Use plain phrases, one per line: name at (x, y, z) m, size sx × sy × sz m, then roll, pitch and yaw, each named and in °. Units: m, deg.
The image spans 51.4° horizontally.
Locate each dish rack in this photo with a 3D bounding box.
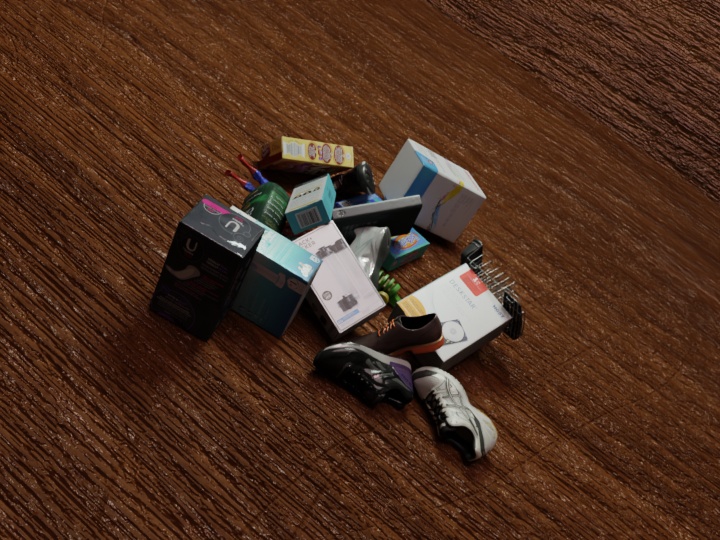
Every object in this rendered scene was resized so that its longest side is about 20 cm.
dish rack at (0.285, 0.047, 1.589) m, size 0.054 × 0.154 × 0.200 m, roll -32°, pitch 55°, yaw -17°

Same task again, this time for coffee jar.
coffee jar at (-0.203, -0.083, 1.489) m, size 0.085 × 0.104 × 0.201 m, roll 44°, pitch 31°, yaw -25°

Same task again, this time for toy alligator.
toy alligator at (0.020, 0.013, 1.587) m, size 0.199 × 0.055 × 0.059 m, roll 35°, pitch 34°, yaw 7°

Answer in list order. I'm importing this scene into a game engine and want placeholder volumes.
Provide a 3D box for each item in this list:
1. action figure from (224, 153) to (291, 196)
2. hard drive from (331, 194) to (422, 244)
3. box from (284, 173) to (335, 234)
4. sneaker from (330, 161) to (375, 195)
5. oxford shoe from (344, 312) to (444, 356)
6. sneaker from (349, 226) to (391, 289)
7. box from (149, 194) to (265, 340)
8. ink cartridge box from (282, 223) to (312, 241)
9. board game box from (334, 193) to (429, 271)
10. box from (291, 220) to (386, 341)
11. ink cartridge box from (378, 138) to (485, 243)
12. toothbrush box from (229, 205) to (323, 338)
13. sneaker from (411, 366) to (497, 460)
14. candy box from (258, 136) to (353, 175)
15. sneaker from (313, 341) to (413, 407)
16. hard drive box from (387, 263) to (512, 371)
action figure at (-0.208, -0.172, 1.617) m, size 0.200 × 0.065 × 0.099 m, roll 41°, pitch -1°, yaw -30°
hard drive at (0.025, -0.103, 1.606) m, size 0.197 × 0.140 × 0.033 m, roll -10°, pitch 69°, yaw -14°
box at (-0.099, -0.138, 1.528) m, size 0.200 × 0.081 × 0.050 m, roll -86°, pitch 155°, yaw -68°
sneaker at (-0.026, -0.203, 1.766) m, size 0.114 × 0.077 × 0.200 m, roll -13°, pitch 1°, yaw 4°
oxford shoe at (0.056, 0.119, 1.404) m, size 0.197 × 0.073 × 0.072 m, roll -12°, pitch 33°, yaw 0°
sneaker at (0.000, 0.000, 1.540) m, size 0.079 × 0.071 × 0.203 m, roll 10°, pitch 67°, yaw 22°
box at (-0.261, -0.003, 1.269) m, size 0.121 × 0.201 × 0.106 m, roll 29°, pitch 35°, yaw -1°
ink cartridge box at (-0.117, -0.048, 1.564) m, size 0.108 × 0.051 × 0.201 m, roll 5°, pitch 43°, yaw -31°
board game box at (0.046, -0.095, 1.749) m, size 0.200 × 0.045 × 0.151 m, roll 44°, pitch 36°, yaw 19°
box at (-0.054, 0.019, 1.439) m, size 0.116 × 0.060 × 0.202 m, roll -27°, pitch 78°, yaw -22°
ink cartridge box at (0.176, -0.195, 1.843) m, size 0.198 × 0.147 × 0.147 m, roll 23°, pitch 25°, yaw -26°
toothbrush box at (-0.191, 0.003, 1.363) m, size 0.198 × 0.147 × 0.086 m, roll 29°, pitch 34°, yaw 1°
sneaker at (0.162, 0.259, 1.367) m, size 0.200 × 0.076 × 0.087 m, roll 42°, pitch 36°, yaw 17°
candy box at (-0.127, -0.267, 1.769) m, size 0.198 × 0.116 × 0.057 m, roll 0°, pitch 86°, yaw -35°
sneaker at (0.011, 0.192, 1.345) m, size 0.197 × 0.076 × 0.088 m, roll 14°, pitch 43°, yaw -22°
hard drive box at (0.181, 0.100, 1.522) m, size 0.199 × 0.077 × 0.156 m, roll -28°, pitch 67°, yaw -30°
